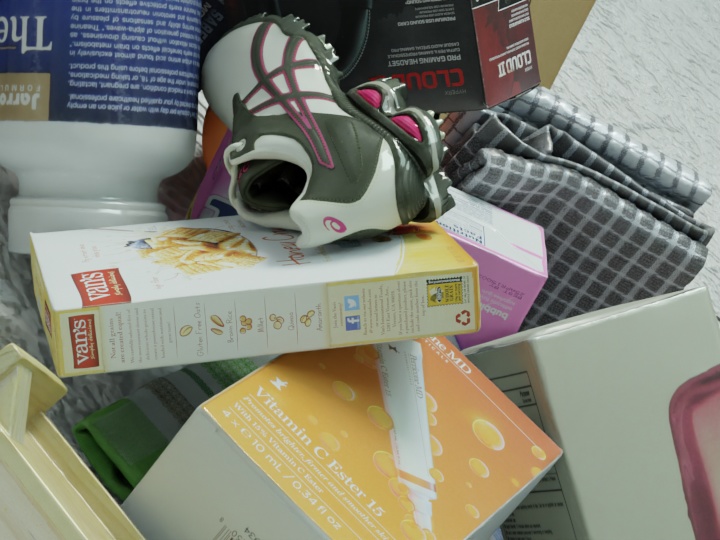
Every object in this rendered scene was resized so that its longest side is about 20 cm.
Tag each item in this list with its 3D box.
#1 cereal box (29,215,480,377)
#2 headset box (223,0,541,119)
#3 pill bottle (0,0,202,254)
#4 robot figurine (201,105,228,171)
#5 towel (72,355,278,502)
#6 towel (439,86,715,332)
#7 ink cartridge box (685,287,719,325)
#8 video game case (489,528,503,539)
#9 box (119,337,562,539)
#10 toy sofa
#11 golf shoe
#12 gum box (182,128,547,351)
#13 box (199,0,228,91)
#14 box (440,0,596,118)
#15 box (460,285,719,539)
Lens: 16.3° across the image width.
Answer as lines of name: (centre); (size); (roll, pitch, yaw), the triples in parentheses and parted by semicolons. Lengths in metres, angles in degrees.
cereal box: (-0.055, 0.005, 1.208); (0.200, 0.040, 0.144); (-5, 16, -11)
headset box: (0.005, -0.163, 1.321); (0.077, 0.149, 0.200); (-27, 112, -59)
pill bottle: (-0.139, -0.107, 1.302); (0.111, 0.200, 0.111); (2, 0, 0)
robot figurine: (-0.033, -0.079, 1.516); (0.117, 0.144, 0.200); (29, 7, 2)
towel: (-0.047, 0.108, 1.279); (0.149, 0.031, 0.200); (46, 30, 12)
towel: (0.096, -0.006, 1.495); (0.165, 0.200, 0.086); (28, 42, -12)
ink cartridge box: (0.209, 0.076, 1.717); (0.200, 0.084, 0.146); (41, 21, -3)
video game case: (0.059, 0.123, 1.462); (0.200, 0.018, 0.143); (17, 33, -48)
box: (-0.010, 0.107, 1.192); (0.124, 0.098, 0.200); (44, 29, 9)
toy sofa: (-0.119, 0.138, 1.066); (0.200, 0.098, 0.083); (49, -2, 16)
golf shoe: (-0.039, -0.070, 1.241); (0.200, 0.088, 0.077); (32, -38, 52)
gum box: (0.000, 0.000, 1.398); (0.200, 0.114, 0.066); (24, 25, -10)
box: (-0.099, -0.158, 1.521); (0.051, 0.158, 0.200); (38, 21, -12)
box: (0.078, -0.150, 1.759); (0.163, 0.200, 0.021); (22, 7, -47)
box: (0.140, 0.121, 1.320); (0.128, 0.109, 0.200); (160, -86, -72)
